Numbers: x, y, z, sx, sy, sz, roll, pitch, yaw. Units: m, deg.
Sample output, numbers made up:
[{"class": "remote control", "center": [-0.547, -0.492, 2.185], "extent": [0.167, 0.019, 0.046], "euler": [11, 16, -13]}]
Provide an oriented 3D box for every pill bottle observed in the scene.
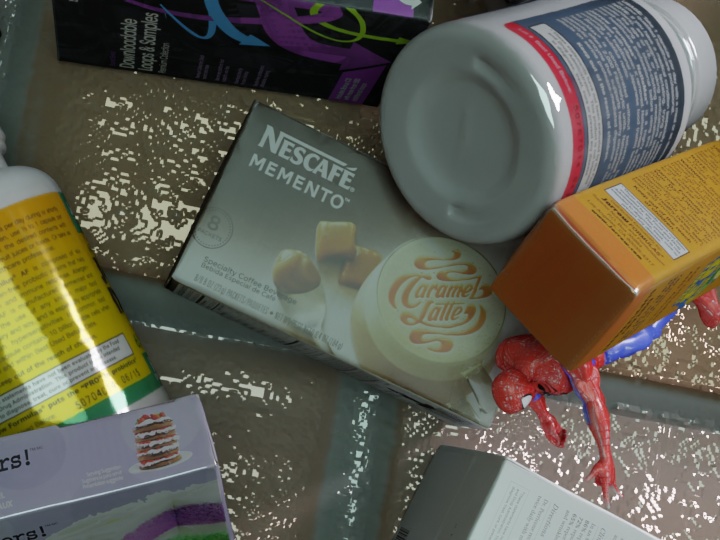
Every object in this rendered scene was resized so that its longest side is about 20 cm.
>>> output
[{"class": "pill bottle", "center": [-0.196, 0.014, 0.709], "extent": [0.113, 0.113, 0.200], "euler": [-28, 91, -11]}, {"class": "pill bottle", "center": [0.117, -0.097, 0.738], "extent": [0.200, 0.119, 0.120], "euler": [-24, 90, -44]}]

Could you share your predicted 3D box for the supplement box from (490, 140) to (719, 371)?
[{"class": "supplement box", "center": [0.160, -0.014, 0.718], "extent": [0.069, 0.067, 0.200], "euler": [46, 38, 17]}]

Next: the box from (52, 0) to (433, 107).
[{"class": "box", "center": [-0.071, -0.141, 0.727], "extent": [0.199, 0.143, 0.036], "euler": [8, 78, -9]}]

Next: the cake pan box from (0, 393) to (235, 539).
[{"class": "cake pan box", "center": [-0.163, 0.155, 0.674], "extent": [0.199, 0.185, 0.052], "euler": [-12, 47, -11]}]

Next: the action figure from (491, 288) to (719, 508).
[{"class": "action figure", "center": [0.140, 0.067, 0.743], "extent": [0.200, 0.065, 0.099], "euler": [-14, 97, -47]}]

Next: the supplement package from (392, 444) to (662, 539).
[{"class": "supplement package", "center": [0.114, 0.212, 0.730], "extent": [0.200, 0.151, 0.152], "euler": [28, 81, -7]}]

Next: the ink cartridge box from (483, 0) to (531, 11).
[{"class": "ink cartridge box", "center": [0.129, -0.217, 0.728], "extent": [0.146, 0.200, 0.085], "euler": [-28, 91, 2]}]

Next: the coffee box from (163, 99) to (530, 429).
[{"class": "coffee box", "center": [0.000, 0.000, 0.761], "extent": [0.200, 0.080, 0.115], "euler": [27, 81, -8]}]
